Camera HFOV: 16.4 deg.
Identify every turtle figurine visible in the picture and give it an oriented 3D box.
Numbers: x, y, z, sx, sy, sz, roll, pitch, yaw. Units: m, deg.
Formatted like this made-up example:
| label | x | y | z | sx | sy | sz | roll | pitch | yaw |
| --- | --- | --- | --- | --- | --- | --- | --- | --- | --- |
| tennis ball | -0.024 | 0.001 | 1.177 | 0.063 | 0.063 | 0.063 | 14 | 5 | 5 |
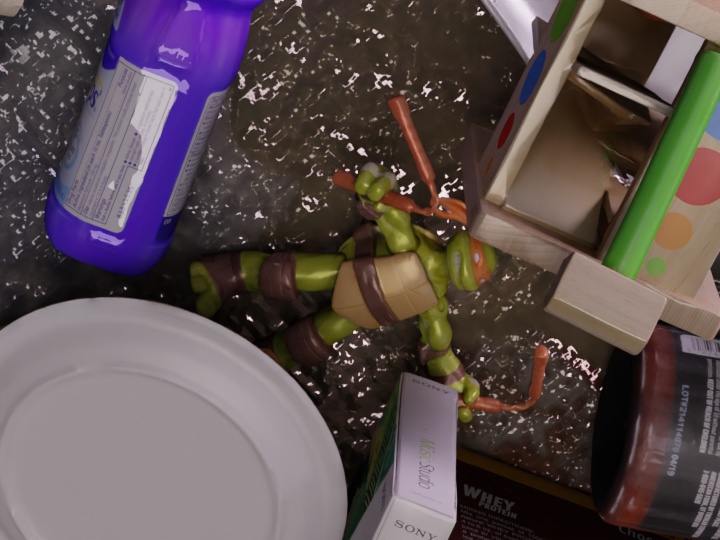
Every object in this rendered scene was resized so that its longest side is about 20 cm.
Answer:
| label | x | y | z | sx | sy | sz | roll | pitch | yaw |
| --- | --- | --- | --- | --- | --- | --- | --- | --- | --- |
| turtle figurine | 0.000 | 0.000 | 1.244 | 0.161 | 0.065 | 0.200 | -14 | 127 | 15 |

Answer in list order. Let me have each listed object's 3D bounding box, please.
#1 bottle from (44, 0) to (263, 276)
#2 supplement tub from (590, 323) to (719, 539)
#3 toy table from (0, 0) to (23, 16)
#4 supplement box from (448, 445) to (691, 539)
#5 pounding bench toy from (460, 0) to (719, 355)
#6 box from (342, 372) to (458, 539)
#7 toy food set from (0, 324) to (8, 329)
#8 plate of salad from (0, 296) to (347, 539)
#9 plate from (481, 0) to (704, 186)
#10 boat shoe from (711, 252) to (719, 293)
| label | x | y | z | sx | sy | sz | roll | pitch | yaw |
| --- | --- | --- | --- | --- | --- | --- | --- | --- | --- |
| bottle | -0.092 | -0.099 | 1.193 | 0.065 | 0.084 | 0.201 | 20 | 111 | -8 |
| supplement tub | 0.223 | 0.093 | 1.265 | 0.199 | 0.107 | 0.107 | 11 | 111 | -6 |
| toy table | -0.159 | -0.203 | 1.093 | 0.183 | 0.200 | 0.117 | 20 | 114 | -20 |
| supplement box | 0.097 | 0.212 | 1.258 | 0.197 | 0.200 | 0.133 | 21 | 111 | -9 |
| pounding bench toy | 0.136 | -0.066 | 1.113 | 0.124 | 0.200 | 0.156 | 23 | 110 | -8 |
| box | -0.005 | 0.165 | 1.210 | 0.036 | 0.144 | 0.201 | 23 | 110 | -6 |
| toy food set | -0.118 | 0.117 | 1.283 | 0.199 | 0.049 | 0.199 | -2 | 120 | 16 |
| plate of salad | -0.101 | 0.093 | 1.206 | 0.199 | 0.048 | 0.201 | 7 | 123 | 10 |
| plate | 0.157 | -0.162 | 1.201 | 0.199 | 0.032 | 0.200 | -33 | 108 | 11 |
| boat shoe | 0.238 | -0.020 | 1.246 | 0.199 | 0.057 | 0.069 | -6 | 112 | 1 |
